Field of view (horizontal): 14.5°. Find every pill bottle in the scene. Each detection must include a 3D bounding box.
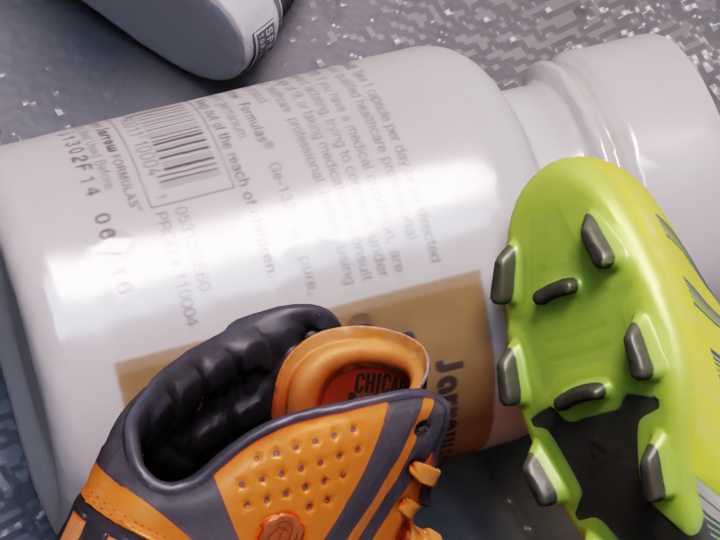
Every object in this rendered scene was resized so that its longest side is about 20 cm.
[{"bbox_3d":[0.000,0.000,0.785,0.199,0.114,0.115,-14,69,-12],"label":"pill bottle"}]

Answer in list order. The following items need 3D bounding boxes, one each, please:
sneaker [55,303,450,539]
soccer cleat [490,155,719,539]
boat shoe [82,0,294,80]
[{"bbox_3d":[0.014,0.074,0.720,0.199,0.113,0.077,9,16,-40],"label":"sneaker"},{"bbox_3d":[0.101,0.060,0.723,0.083,0.065,0.201,-23,82,-39],"label":"soccer cleat"},{"bbox_3d":[-0.099,-0.138,0.849,0.200,0.069,0.057,39,62,-10],"label":"boat shoe"}]
